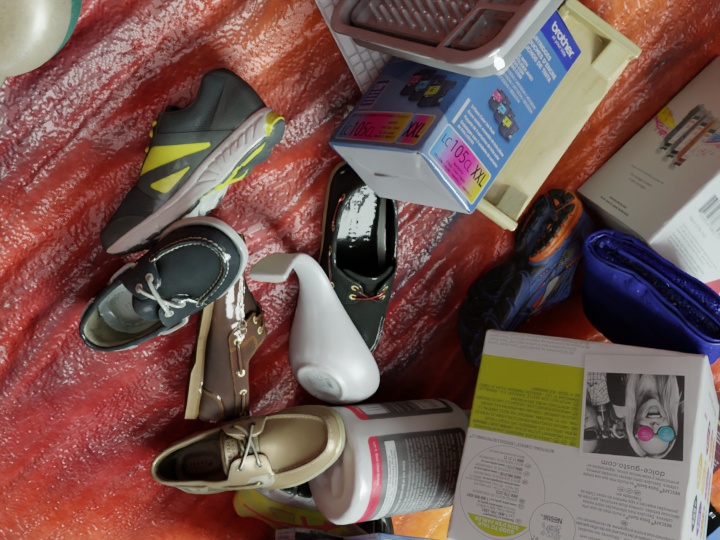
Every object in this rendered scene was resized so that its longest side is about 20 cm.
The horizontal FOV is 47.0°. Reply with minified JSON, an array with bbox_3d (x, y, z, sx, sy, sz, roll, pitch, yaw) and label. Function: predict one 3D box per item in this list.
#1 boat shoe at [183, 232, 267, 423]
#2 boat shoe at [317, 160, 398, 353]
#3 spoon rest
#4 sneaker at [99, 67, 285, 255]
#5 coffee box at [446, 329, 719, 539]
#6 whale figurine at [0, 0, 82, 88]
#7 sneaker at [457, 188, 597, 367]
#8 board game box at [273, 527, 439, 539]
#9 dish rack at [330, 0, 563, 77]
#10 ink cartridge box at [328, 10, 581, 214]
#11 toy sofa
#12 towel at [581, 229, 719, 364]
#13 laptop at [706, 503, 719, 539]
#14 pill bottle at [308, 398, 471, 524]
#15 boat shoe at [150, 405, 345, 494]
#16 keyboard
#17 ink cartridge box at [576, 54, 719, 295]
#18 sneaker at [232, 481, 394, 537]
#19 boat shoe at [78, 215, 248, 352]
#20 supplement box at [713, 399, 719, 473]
[{"bbox_3d":[-0.122,0.055,0.775,0.069,0.071,0.203,7,120,-11],"label":"boat shoe"},{"bbox_3d":[-0.003,0.000,0.788,0.072,0.063,0.205,-6,116,-16],"label":"boat shoe"},{"bbox_3d":[-0.041,0.056,0.785,0.098,0.061,0.202,4,136,28],"label":"spoon rest"},{"bbox_3d":[-0.154,-0.090,0.710,0.199,0.074,0.085,-37,86,14],"label":"sneaker"},{"bbox_3d":[0.218,0.187,0.777,0.199,0.197,0.201,38,61,-56],"label":"coffee box"},{"bbox_3d":[-0.297,-0.209,0.606,0.196,0.104,0.162,-7,118,15],"label":"whale figurine"},{"bbox_3d":[0.174,0.020,0.840,0.078,0.076,0.201,29,105,-28],"label":"sneaker"},{"bbox_3d":[-0.029,0.298,0.827,0.198,0.063,0.199,-20,144,34],"label":"board game box"},{"bbox_3d":[0.084,-0.219,0.628,0.172,0.199,0.044,-51,133,-8],"label":"dish rack"},{"bbox_3d":[0.083,-0.153,0.677,0.076,0.136,0.201,45,74,-31],"label":"ink cartridge box"},{"bbox_3d":[0.161,-0.142,0.767,0.082,0.098,0.201,34,102,-1],"label":"toy sofa"},{"bbox_3d":[0.278,0.040,0.790,0.050,0.147,0.200,-45,156,-6],"label":"towel"},{"bbox_3d":[0.398,0.376,1.043,0.177,0.104,0.200,-44,117,6],"label":"laptop"},{"bbox_3d":[0.052,0.190,0.849,0.197,0.111,0.113,1,114,-32],"label":"pill bottle"},{"bbox_3d":[-0.108,0.176,0.786,0.197,0.073,0.064,-21,160,20],"label":"boat shoe"},{"bbox_3d":[0.015,-0.191,0.734,0.056,0.011,0.202,-31,118,-1],"label":"keyboard"},{"bbox_3d":[0.348,-0.078,0.800,0.200,0.145,0.145,-43,116,8],"label":"ink cartridge box"},{"bbox_3d":[-0.050,0.255,0.889,0.198,0.079,0.090,32,117,-24],"label":"sneaker"},{"bbox_3d":[-0.168,0.020,0.690,0.076,0.061,0.199,46,134,-12],"label":"boat shoe"},{"bbox_3d":[0.349,0.222,0.979,0.109,0.061,0.200,41,99,-20],"label":"supplement box"}]
